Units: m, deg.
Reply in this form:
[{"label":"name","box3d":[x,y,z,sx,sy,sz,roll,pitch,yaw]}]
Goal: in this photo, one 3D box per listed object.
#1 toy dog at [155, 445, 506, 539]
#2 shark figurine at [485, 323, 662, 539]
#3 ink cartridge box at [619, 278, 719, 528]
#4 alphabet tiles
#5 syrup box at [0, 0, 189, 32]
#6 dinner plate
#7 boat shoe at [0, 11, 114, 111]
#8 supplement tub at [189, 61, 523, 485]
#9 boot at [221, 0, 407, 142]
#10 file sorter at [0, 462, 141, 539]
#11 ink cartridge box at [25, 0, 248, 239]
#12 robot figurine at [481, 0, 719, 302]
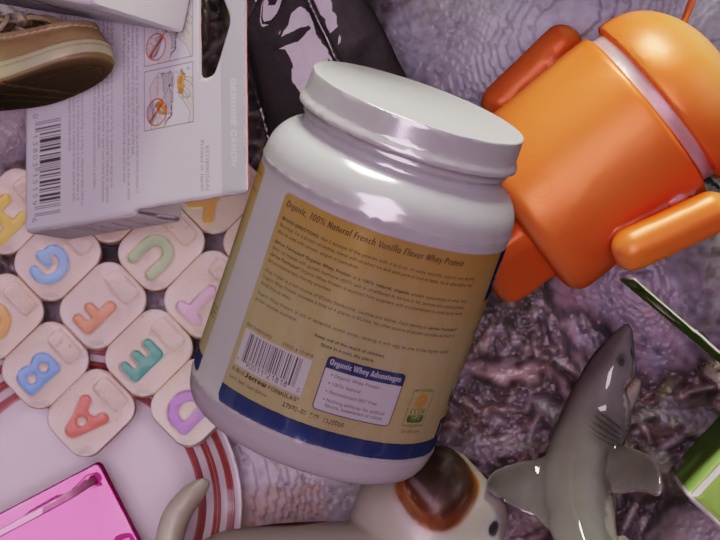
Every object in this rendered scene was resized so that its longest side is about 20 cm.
[{"label":"toy dog","box3d":[-0.004,0.183,1.444,0.199,0.140,0.194,-31,63,-4]},{"label":"shark figurine","box3d":[0.117,0.138,1.405,0.089,0.215,0.128,17,127,-15]},{"label":"ink cartridge box","box3d":[0.204,0.096,1.422,0.200,0.148,0.076,42,93,2]},{"label":"alphabet tiles","box3d":[-0.135,0.004,1.484,0.196,0.015,0.200,-44,83,-5]},{"label":"syrup box","box3d":[-0.187,-0.191,1.412,0.199,0.081,0.079,13,91,38]},{"label":"dinner plate","box3d":[-0.169,0.140,1.497,0.199,0.024,0.201,0,90,3]},{"label":"boat shoe","box3d":[-0.222,-0.124,1.439,0.200,0.073,0.063,-10,82,44]},{"label":"supplement tub","box3d":[0.000,0.000,1.364,0.144,0.144,0.201,20,104,2]},{"label":"boot","box3d":[0.007,-0.138,1.467,0.181,0.073,0.201,-27,86,5]},{"label":"file sorter","box3d":[-0.172,0.235,1.424,0.139,0.125,0.201,-27,90,2]},{"label":"ink cartridge box","box3d":[-0.119,-0.127,1.427,0.173,0.043,0.201,-7,80,36]},{"label":"robot figurine","box3d":[0.140,-0.068,1.439,0.200,0.144,0.117,-39,111,2]}]
